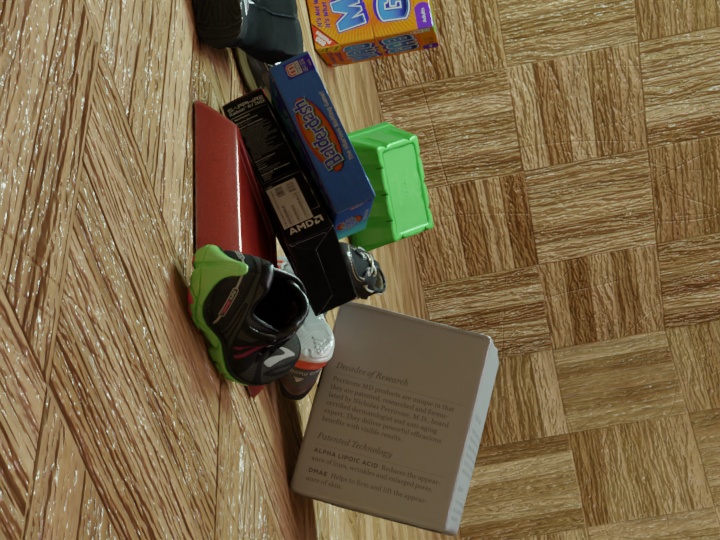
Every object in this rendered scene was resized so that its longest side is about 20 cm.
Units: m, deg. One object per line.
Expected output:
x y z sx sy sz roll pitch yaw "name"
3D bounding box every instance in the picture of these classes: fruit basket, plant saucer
0.020 -0.142 2.601 0.215 0.155 0.217 26 -54 43 "fruit basket"
-0.107 -0.021 1.400 0.200 0.037 0.200 73 9 -49 "plant saucer"

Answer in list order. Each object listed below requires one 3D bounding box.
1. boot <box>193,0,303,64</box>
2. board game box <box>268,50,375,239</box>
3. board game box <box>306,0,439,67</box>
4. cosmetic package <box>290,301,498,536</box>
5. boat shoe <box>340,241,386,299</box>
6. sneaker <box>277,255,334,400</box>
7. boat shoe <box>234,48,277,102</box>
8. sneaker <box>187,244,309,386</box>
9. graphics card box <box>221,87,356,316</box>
-0.109 -0.296 1.555 0.200 0.065 0.166 -10 102 -72 "boot"
-0.039 -0.116 1.522 0.200 0.045 0.153 103 -37 -83 "board game box"
0.015 -0.474 2.623 0.200 0.199 0.201 12 68 -84 "board game box"
0.041 0.157 1.608 0.165 0.164 0.201 61 43 -76 "cosmetic package"
0.000 0.000 2.329 0.200 0.060 0.074 65 17 -70 "boat shoe"
-0.070 0.057 1.580 0.200 0.077 0.082 -89 -165 -59 "sneaker"
-0.094 -0.220 1.728 0.072 0.066 0.201 -90 168 -47 "boat shoe"
-0.079 0.044 1.260 0.200 0.083 0.077 60 36 -65 "sneaker"
-0.070 -0.068 1.523 0.126 0.051 0.200 74 -10 -54 "graphics card box"
